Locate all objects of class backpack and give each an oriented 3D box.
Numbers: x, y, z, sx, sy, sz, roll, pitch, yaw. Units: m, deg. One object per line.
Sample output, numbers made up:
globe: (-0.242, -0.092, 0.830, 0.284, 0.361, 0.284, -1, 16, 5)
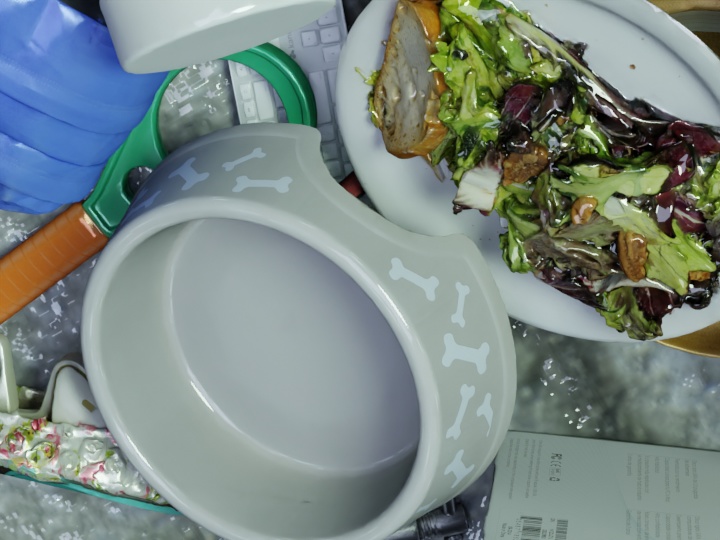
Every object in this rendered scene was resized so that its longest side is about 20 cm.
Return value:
backpack: (-0.185, -0.108, 1.029, 0.200, 0.163, 0.168, 24, 114, -14)

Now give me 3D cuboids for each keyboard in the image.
keyboard: (-0.025, -0.059, 1.099, 0.056, 0.011, 0.200, -8, 106, 9)

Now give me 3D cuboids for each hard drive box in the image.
hard drive box: (0.153, 0.141, 1.064, 0.200, 0.156, 0.077, 5, 108, 6)

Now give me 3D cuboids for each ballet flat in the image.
ballet flat: (-0.163, 0.065, 1.123, 0.200, 0.076, 0.064, 13, 100, 0)

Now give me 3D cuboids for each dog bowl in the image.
dog bowl: (-0.034, 0.038, 1.040, 0.200, 0.059, 0.200, 13, 122, 23)

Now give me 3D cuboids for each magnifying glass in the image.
magnifying glass: (-0.106, -0.036, 1.105, 0.200, 0.022, 0.080, -35, 98, 17)

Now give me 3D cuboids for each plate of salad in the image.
plate of salad: (0.076, -0.040, 0.979, 0.200, 0.048, 0.200, 18, 136, 17)

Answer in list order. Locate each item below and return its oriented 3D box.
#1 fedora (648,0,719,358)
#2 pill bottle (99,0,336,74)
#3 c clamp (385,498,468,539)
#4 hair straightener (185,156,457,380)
fedora: (0.161, -0.043, 1.043, 0.200, 0.082, 0.201, 2, 108, 6)
pill bottle: (-0.081, -0.186, 0.934, 0.114, 0.114, 0.200, -18, 87, 12)
c clamp: (-0.037, 0.158, 1.149, 0.200, 0.027, 0.171, -17, 115, -1)
hair straightener: (0.000, 0.000, 1.084, 0.200, 0.041, 0.077, -39, 97, 19)
